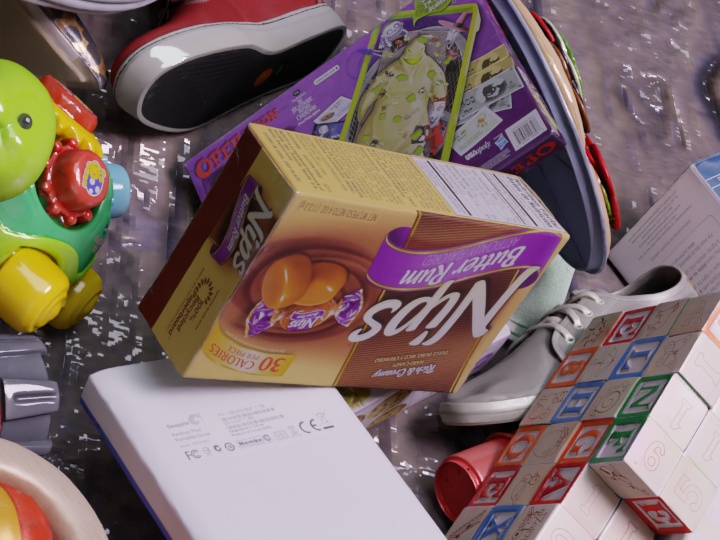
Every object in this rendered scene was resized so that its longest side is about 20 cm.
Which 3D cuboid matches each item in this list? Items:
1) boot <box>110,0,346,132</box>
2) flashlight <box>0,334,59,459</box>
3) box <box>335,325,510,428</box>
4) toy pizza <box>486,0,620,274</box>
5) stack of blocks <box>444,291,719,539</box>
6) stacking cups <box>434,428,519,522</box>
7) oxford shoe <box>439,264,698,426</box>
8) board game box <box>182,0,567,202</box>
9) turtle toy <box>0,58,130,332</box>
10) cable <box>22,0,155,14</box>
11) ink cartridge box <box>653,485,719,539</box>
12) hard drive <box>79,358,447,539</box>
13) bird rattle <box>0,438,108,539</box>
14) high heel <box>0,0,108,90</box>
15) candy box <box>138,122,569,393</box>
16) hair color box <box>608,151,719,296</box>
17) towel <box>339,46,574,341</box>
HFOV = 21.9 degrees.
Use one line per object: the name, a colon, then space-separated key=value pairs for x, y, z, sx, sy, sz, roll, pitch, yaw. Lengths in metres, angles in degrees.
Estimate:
boot: x=-0.113 y=-0.165 z=1.125 sx=0.144 sy=0.073 sz=0.200 roll=47 pitch=34 yaw=10
flashlight: x=-0.240 y=0.066 z=0.855 sx=0.199 sy=0.068 sz=0.068 roll=-2 pitch=59 yaw=-36
box: x=0.004 y=0.062 z=1.037 sx=0.199 sy=0.042 sz=0.039 roll=-23 pitch=68 yaw=-44
toy pizza: x=0.108 y=-0.093 z=1.109 sx=0.031 sy=0.201 sz=0.201 roll=-23 pitch=65 yaw=-5
stack of blocks: x=0.126 y=0.108 z=0.972 sx=0.059 sy=0.115 sz=0.200 roll=46 pitch=63 yaw=-17
stacking cups: x=0.130 y=0.105 z=1.075 sx=0.199 sy=0.061 sz=0.061 roll=-18 pitch=66 yaw=-38
oxford shoe: x=0.123 y=0.044 z=1.090 sx=0.199 sy=0.075 sz=0.058 roll=-21 pitch=102 yaw=-32
board game box: x=0.004 y=-0.065 z=1.041 sx=0.121 sy=0.199 sz=0.032 roll=63 pitch=16 yaw=21
turtle toy: x=-0.179 y=-0.050 z=0.918 sx=0.146 sy=0.101 sz=0.200 roll=42 pitch=2 yaw=3
cable: x=-0.177 y=-0.227 z=1.041 sx=0.199 sy=0.069 sz=0.201 roll=15 pitch=39 yaw=-33
ink cartridge box: x=0.189 y=0.193 z=0.988 sx=0.125 sy=0.129 sz=0.200 roll=34 pitch=43 yaw=-4
hard drive: x=-0.032 y=0.117 z=0.890 sx=0.131 sy=0.025 sz=0.200 roll=-8 pitch=48 yaw=-40
bird rattle: x=-0.152 y=0.142 z=0.814 sx=0.199 sy=0.113 sz=0.164 roll=0 pitch=57 yaw=-34
high heel: x=-0.190 y=-0.193 z=1.097 sx=0.200 sy=0.072 sz=0.142 roll=40 pitch=45 yaw=10
candy box: x=0.000 y=0.000 z=0.940 sx=0.199 sy=0.117 sz=0.057 roll=9 pitch=35 yaw=-44
hair color box: x=0.258 y=0.032 z=1.187 sx=0.060 sy=0.100 sz=0.201 roll=-20 pitch=68 yaw=-43
towel: x=0.051 y=-0.045 z=1.170 sx=0.199 sy=0.023 sz=0.153 roll=30 pitch=43 yaw=-8
